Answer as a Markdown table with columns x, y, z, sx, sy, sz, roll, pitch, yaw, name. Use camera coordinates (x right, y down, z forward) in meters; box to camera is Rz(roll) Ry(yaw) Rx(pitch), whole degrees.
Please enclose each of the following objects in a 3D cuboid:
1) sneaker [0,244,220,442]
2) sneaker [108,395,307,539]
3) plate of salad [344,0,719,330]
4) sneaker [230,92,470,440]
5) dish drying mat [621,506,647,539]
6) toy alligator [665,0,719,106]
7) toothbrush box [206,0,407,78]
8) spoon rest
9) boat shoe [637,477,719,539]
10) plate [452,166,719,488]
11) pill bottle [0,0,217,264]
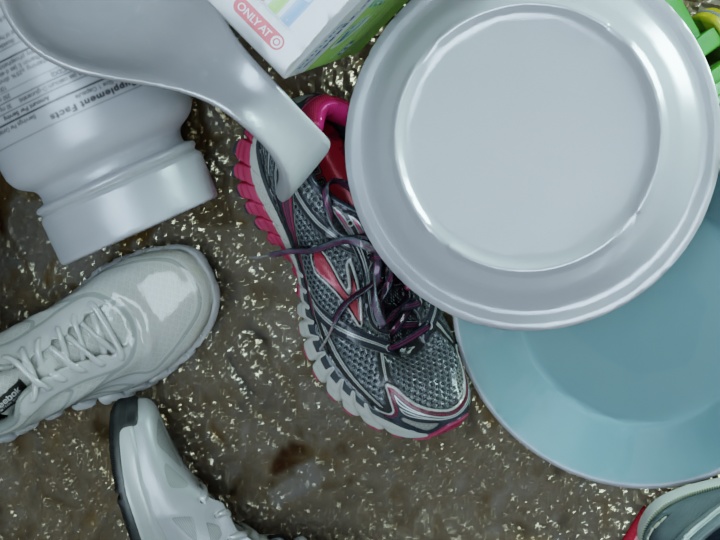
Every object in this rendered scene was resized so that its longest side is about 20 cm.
| x | y | z | sx | sy | sz | roll | pitch | yaw | name |
| --- | --- | --- | --- | --- | --- | --- | --- | --- | --- |
| -0.169 | 0.050 | 1.595 | 0.200 | 0.081 | 0.075 | -29 | 90 | 11 | sneaker |
| -0.064 | 0.150 | 1.602 | 0.115 | 0.076 | 0.201 | -19 | 102 | 4 | sneaker |
| 0.091 | -0.067 | 1.496 | 0.200 | 0.048 | 0.201 | -1 | 84 | 13 | plate of salad |
| 0.000 | 0.000 | 1.543 | 0.075 | 0.081 | 0.200 | -26 | 95 | 56 | sneaker |
| 0.143 | 0.234 | 1.594 | 0.077 | 0.018 | 0.200 | 29 | 101 | 4 | dish drying mat |
| 0.164 | -0.117 | 1.527 | 0.200 | 0.059 | 0.054 | 55 | 143 | 0 | toy alligator |
| -0.042 | -0.185 | 1.478 | 0.146 | 0.200 | 0.086 | 45 | 102 | 1 | toothbrush box |
| -0.098 | -0.118 | 1.473 | 0.200 | 0.061 | 0.099 | 39 | 77 | -3 | spoon rest |
| 0.247 | 0.129 | 1.525 | 0.200 | 0.062 | 0.073 | -19 | 110 | 5 | boat shoe |
| 0.149 | 0.022 | 1.546 | 0.200 | 0.026 | 0.201 | 5 | 111 | 14 | plate |
| -0.161 | -0.112 | 1.554 | 0.113 | 0.113 | 0.200 | -23 | 93 | 12 | pill bottle |
